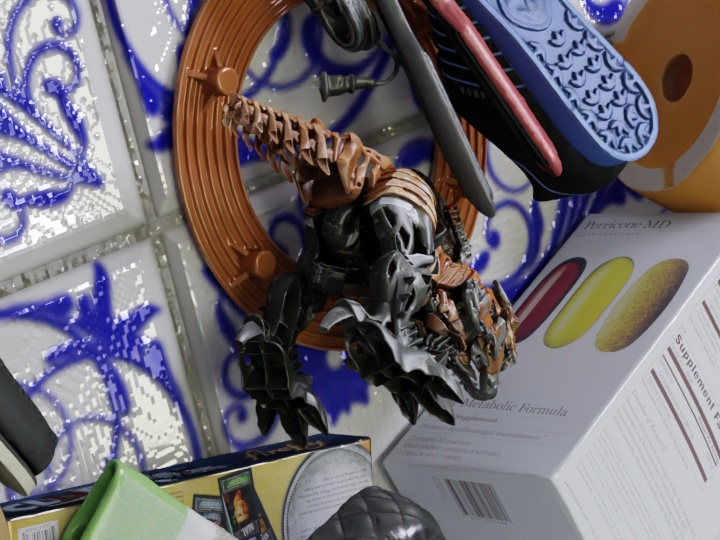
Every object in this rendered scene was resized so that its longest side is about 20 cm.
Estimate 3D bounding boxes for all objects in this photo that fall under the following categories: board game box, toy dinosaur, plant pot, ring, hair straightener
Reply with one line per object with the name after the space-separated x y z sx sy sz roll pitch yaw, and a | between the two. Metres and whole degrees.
-0.073 0.153 0.838 0.199 0.034 0.137 -7 95 -43 | board game box
0.000 0.000 0.863 0.199 0.102 0.137 32 52 -20 | toy dinosaur
0.235 -0.086 1.036 0.182 0.200 0.202 12 82 -27 | plant pot
-0.005 -0.063 0.911 0.199 0.019 0.203 -1 92 -43 | ring
0.008 -0.106 0.858 0.077 0.041 0.201 -34 106 -1 | hair straightener

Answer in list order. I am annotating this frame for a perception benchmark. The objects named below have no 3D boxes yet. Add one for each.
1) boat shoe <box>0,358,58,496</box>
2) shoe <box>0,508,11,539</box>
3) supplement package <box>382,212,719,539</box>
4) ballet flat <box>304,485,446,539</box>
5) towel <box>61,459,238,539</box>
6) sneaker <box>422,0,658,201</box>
-0.168 -0.002 0.719 0.063 0.073 0.202 -44 114 -25 | boat shoe
-0.196 0.047 0.699 0.053 0.070 0.201 -43 122 -22 | shoe
0.125 0.073 0.971 0.200 0.113 0.110 -48 122 -34 | supplement package
-0.046 0.147 0.785 0.199 0.057 0.067 -22 130 -36 | ballet flat
-0.069 0.190 0.804 0.200 0.031 0.150 43 60 -33 | towel
0.055 -0.120 0.917 0.070 0.078 0.201 -34 90 -36 | sneaker
